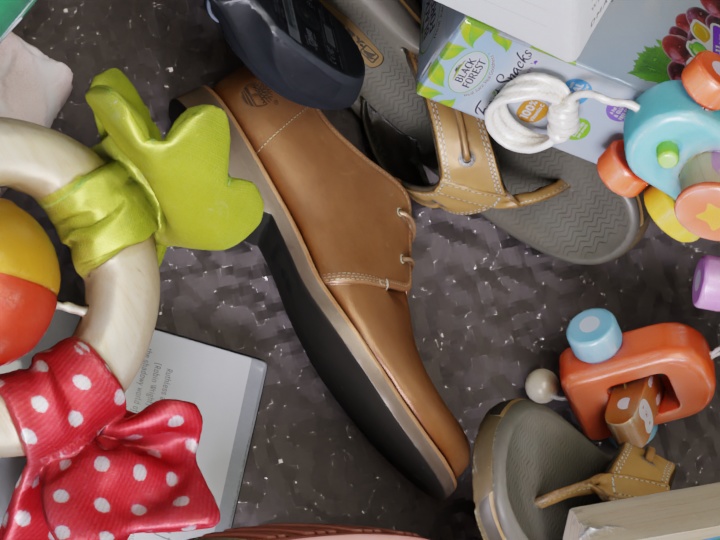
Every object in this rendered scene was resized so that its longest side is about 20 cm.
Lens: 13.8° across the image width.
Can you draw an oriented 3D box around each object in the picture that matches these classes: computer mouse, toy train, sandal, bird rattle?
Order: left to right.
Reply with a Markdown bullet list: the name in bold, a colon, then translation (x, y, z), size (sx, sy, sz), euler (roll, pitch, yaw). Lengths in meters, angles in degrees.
- **bird rattle**: translation (-0.127, 0.016, 1.154), size (0.162, 0.113, 0.201), euler (15, 92, -19)
- **computer mouse**: translation (-0.072, -0.123, 1.178), size (0.200, 0.034, 0.059), euler (39, 24, -31)
- **sandal**: translation (0.031, -0.064, 1.255), size (0.200, 0.082, 0.055), euler (40, 51, -6)
- **sandal**: translation (0.115, 0.110, 1.223), size (0.200, 0.054, 0.082), euler (39, 41, -36)
- **toy train**: translation (0.125, 0.004, 1.219), size (0.149, 0.201, 0.056), euler (-11, 42, 11)

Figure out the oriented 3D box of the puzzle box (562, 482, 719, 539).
- **puzzle box**: translation (0.132, 0.168, 1.214), size (0.132, 0.201, 0.025), euler (-8, 39, -20)

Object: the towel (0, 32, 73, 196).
- **towel**: translation (-0.241, -0.052, 1.169), size (0.191, 0.032, 0.200), euler (35, 69, -3)

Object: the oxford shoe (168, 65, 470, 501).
- **oxford shoe**: translation (0.000, 0.000, 1.240), size (0.071, 0.071, 0.201), euler (-29, 90, -17)

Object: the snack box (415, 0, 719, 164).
- **snack box**: translation (0.100, -0.135, 1.267), size (0.142, 0.053, 0.201), euler (19, 46, -15)

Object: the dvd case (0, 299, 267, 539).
- **dvd case**: translation (-0.147, 0.082, 1.199), size (0.199, 0.025, 0.151), euler (17, 75, -16)

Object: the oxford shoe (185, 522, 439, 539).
- **oxford shoe**: translation (0.008, 0.141, 1.195), size (0.199, 0.071, 0.074), euler (12, 81, -39)

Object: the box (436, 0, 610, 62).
- **box**: translation (0.041, -0.223, 1.160), size (0.198, 0.131, 0.200), euler (25, 66, 16)

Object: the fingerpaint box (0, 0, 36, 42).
- **fingerpaint box**: translation (-0.199, -0.174, 1.151), size (0.200, 0.167, 0.073), euler (40, 115, -10)
